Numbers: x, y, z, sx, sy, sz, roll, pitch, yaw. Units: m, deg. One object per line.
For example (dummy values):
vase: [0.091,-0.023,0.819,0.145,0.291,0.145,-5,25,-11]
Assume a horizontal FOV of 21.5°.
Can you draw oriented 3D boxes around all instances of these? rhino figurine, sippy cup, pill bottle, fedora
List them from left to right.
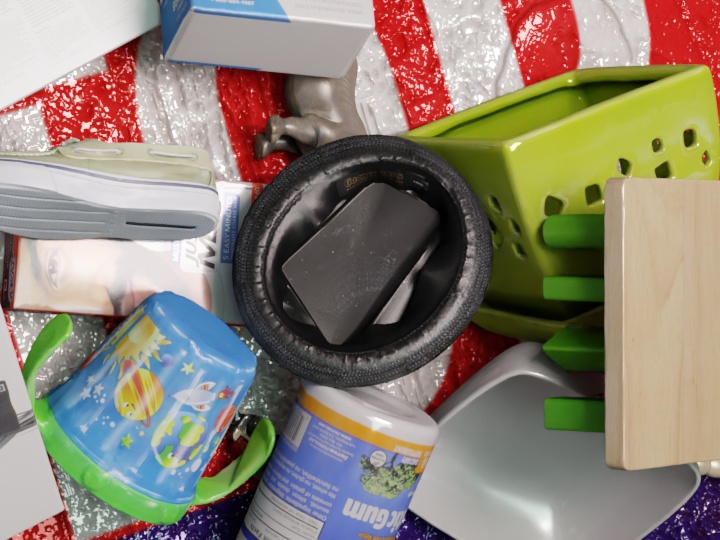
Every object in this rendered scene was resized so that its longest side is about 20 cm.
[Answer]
sippy cup: [-0.147,0.091,1.373,0.140,0.178,0.131,42,103,23]
rhino figurine: [-0.036,-0.110,1.489,0.087,0.060,0.201,-8,93,-20]
pill bottle: [-0.027,0.186,1.421,0.112,0.112,0.201,20,97,-20]
fedora: [0.000,0.000,1.429,0.199,0.092,0.202,1,76,-3]

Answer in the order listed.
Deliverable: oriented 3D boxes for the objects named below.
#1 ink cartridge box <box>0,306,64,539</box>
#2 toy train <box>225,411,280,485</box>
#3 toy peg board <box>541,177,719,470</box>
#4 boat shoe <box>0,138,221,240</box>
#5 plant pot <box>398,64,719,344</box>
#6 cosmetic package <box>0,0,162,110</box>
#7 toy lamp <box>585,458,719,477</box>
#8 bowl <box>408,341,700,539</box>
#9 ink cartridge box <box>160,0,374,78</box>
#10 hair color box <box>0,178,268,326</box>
ink cartridge box: [-0.286,0.072,1.296,0.083,0.145,0.201,-25,125,-21]
toy train: [-0.076,0.143,1.476,0.200,0.034,0.046,39,78,-16]
toy peg board: [0.220,0.035,1.388,0.198,0.097,0.202,-1,91,-42]
boat shoe: [-0.198,-0.062,1.361,0.199,0.072,0.062,6,59,-25]
plant pot: [0.169,-0.049,1.502,0.199,0.199,0.183,-23,103,-22]
cosmetic package: [-0.266,-0.205,1.404,0.199,0.052,0.151,-31,101,-20]
toy lamp: [0.273,0.161,1.607,0.199,0.058,0.059,10,84,-24]
bowl: [0.144,0.144,1.499,0.199,0.200,0.075,30,39,-18]
ink cartridge box: [-0.075,-0.257,1.429,0.144,0.084,0.201,3,66,-20]
hair color box: [-0.166,-0.018,1.431,0.199,0.064,0.112,4,87,-20]
